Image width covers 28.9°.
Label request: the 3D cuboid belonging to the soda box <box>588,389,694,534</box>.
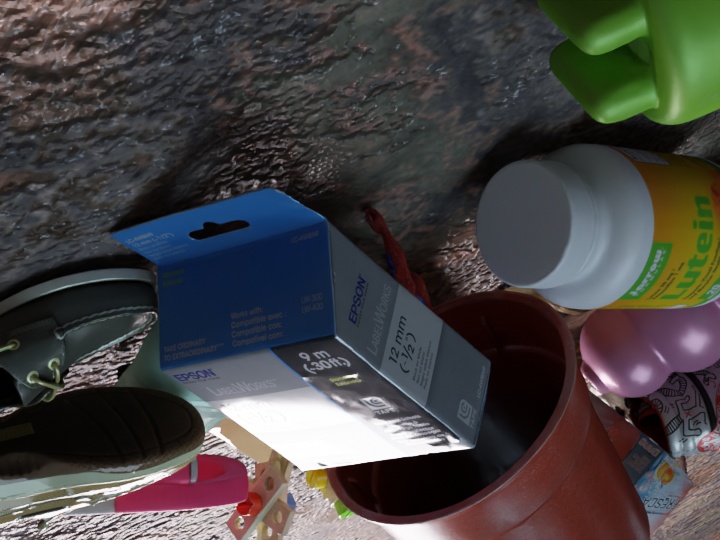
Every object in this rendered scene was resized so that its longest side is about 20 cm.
[{"bbox_3d":[0.186,0.137,1.182,0.064,0.200,0.068,-48,132,-2],"label":"soda box"}]

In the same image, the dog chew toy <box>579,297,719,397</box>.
[{"bbox_3d":[0.255,0.022,1.101,0.200,0.125,0.125,-42,154,3],"label":"dog chew toy"}]

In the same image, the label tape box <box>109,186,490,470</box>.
[{"bbox_3d":[-0.039,0.041,0.811,0.142,0.067,0.200,-13,142,39],"label":"label tape box"}]

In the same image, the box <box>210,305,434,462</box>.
[{"bbox_3d":[-0.019,0.089,1.122,0.199,0.021,0.164,-28,156,5],"label":"box"}]

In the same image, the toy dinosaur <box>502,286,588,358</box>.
[{"bbox_3d":[0.142,0.041,1.166,0.100,0.059,0.201,8,133,-28],"label":"toy dinosaur"}]

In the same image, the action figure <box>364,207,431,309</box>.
[{"bbox_3d":[0.000,0.000,0.931,0.065,0.100,0.200,-30,178,4],"label":"action figure"}]

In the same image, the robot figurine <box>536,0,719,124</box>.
[{"bbox_3d":[0.197,-0.152,0.740,0.198,0.116,0.177,-22,126,-5],"label":"robot figurine"}]

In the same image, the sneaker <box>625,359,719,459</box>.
[{"bbox_3d":[0.266,0.071,1.177,0.107,0.202,0.068,-16,133,0],"label":"sneaker"}]

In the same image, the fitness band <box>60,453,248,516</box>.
[{"bbox_3d":[-0.177,0.146,0.978,0.198,0.038,0.144,1,175,-15],"label":"fitness band"}]

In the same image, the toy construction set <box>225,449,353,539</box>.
[{"bbox_3d":[-0.027,0.150,1.111,0.131,0.093,0.199,-38,164,27],"label":"toy construction set"}]

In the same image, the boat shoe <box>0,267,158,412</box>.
[{"bbox_3d":[-0.209,0.055,0.826,0.200,0.061,0.072,-19,155,-14],"label":"boat shoe"}]

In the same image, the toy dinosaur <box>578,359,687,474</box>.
[{"bbox_3d":[0.261,0.107,1.276,0.134,0.200,0.087,-18,126,-22],"label":"toy dinosaur"}]

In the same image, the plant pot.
[{"bbox_3d":[0.108,0.154,1.023,0.200,0.202,0.196,-31,125,11],"label":"plant pot"}]

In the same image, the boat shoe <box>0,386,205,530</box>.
[{"bbox_3d":[-0.196,0.126,0.871,0.198,0.072,0.077,-6,129,-17],"label":"boat shoe"}]

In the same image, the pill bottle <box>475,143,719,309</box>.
[{"bbox_3d":[0.174,-0.029,0.966,0.199,0.112,0.111,1,145,-44],"label":"pill bottle"}]

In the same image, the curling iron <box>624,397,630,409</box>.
[{"bbox_3d":[0.287,0.063,1.251,0.200,0.050,0.026,-40,-176,-42],"label":"curling iron"}]

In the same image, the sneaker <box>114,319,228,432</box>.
[{"bbox_3d":[-0.083,0.079,0.974,0.199,0.074,0.118,17,127,-43],"label":"sneaker"}]
